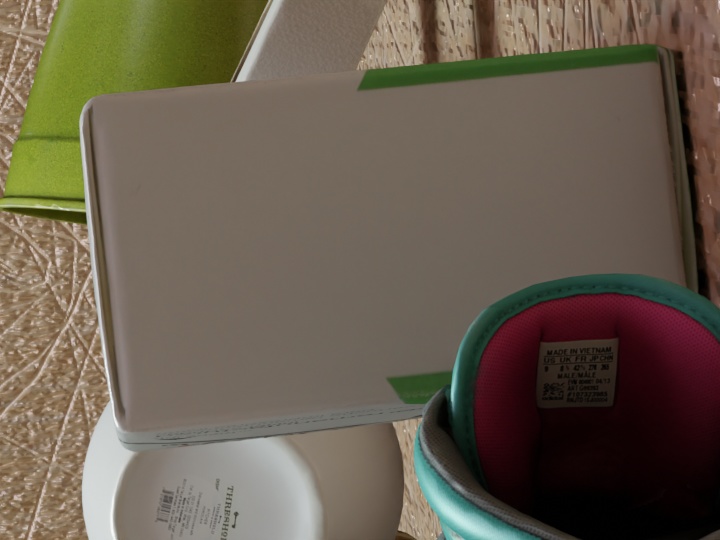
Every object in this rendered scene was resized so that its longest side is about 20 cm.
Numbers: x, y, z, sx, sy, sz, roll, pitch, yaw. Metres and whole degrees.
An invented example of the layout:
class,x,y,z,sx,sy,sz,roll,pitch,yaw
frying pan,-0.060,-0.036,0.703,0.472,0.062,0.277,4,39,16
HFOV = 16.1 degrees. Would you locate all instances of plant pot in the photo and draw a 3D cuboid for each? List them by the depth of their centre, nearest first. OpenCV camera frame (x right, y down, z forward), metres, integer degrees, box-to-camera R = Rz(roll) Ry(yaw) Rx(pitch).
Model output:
class,x,y,z,sx,sy,sz,roll,pitch,yaw
plant pot,-0.097,-0.119,1.452,0.200,0.200,0.193,172,105,-84

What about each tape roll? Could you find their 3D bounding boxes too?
class,x,y,z,sx,sy,sz,roll,pitch,yaw
tape roll,-0.027,-0.077,0.978,0.203,0.037,0.203,-156,90,-85

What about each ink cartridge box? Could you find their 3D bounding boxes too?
class,x,y,z,sx,sy,sz,roll,pitch,yaw
ink cartridge box,0.000,0.000,0.700,0.200,0.146,0.084,132,132,-83

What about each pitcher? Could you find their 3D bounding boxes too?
class,x,y,z,sx,sy,sz,roll,pitch,yaw
pitcher,-0.043,0.103,1.007,0.200,0.121,0.172,-44,-39,-82

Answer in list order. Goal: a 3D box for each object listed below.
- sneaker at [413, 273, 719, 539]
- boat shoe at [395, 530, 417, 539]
class,x,y,z,sx,sy,sz,roll,pitch,yaw
sneaker,0.048,0.056,0.560,0.200,0.084,0.121,-138,37,-70
boat shoe,0.013,0.199,1.141,0.072,0.072,0.200,-112,12,-67
